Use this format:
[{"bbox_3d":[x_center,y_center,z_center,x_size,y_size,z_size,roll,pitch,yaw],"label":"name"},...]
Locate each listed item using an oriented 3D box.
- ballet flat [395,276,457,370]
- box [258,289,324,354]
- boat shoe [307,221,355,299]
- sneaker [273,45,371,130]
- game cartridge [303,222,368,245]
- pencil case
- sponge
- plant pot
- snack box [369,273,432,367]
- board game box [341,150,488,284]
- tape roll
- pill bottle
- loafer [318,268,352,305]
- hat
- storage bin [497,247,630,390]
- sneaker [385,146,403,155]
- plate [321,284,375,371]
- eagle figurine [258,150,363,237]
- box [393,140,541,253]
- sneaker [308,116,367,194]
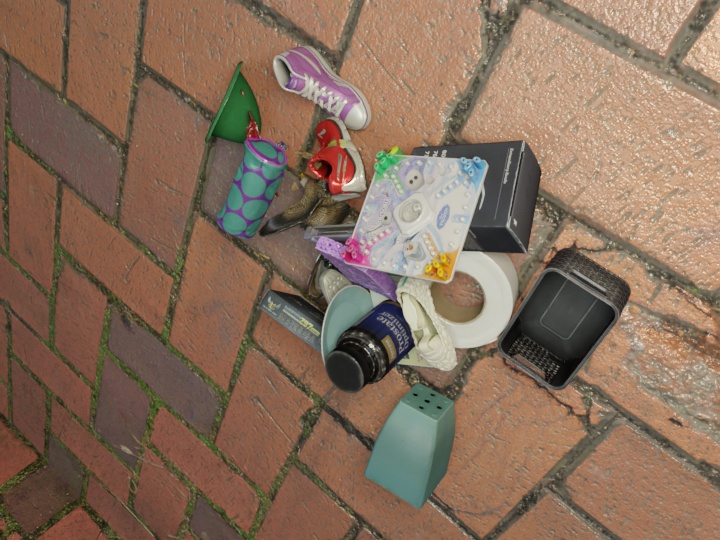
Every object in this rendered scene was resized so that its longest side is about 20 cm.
[{"bbox_3d":[0.109,0.102,1.088,0.071,0.072,0.201,-14,107,39],"label":"ballet flat"},{"bbox_3d":[-0.102,0.117,1.315,0.199,0.158,0.051,33,94,19],"label":"box"},{"bbox_3d":[-0.057,-0.016,1.278,0.074,0.060,0.200,43,130,10],"label":"boat shoe"},{"bbox_3d":[-0.077,-0.318,1.109,0.200,0.114,0.073,43,129,8],"label":"sneaker"},{"bbox_3d":[-0.004,-0.043,1.126,0.129,0.039,0.199,32,164,-31],"label":"game cartridge"},{"bbox_3d":[-0.207,-0.155,1.163,0.093,0.085,0.201,54,132,26],"label":"pencil case"},{"bbox_3d":[0.000,0.000,1.129,0.111,0.200,0.030,25,82,24],"label":"sponge"},{"bbox_3d":[0.118,0.353,1.294,0.140,0.141,0.202,24,117,23],"label":"plant pot"},{"bbox_3d":[0.088,0.097,1.246,0.115,0.037,0.202,1,112,35],"label":"snack box"},{"bbox_3d":[0.079,-0.092,0.959,0.199,0.026,0.202,11,76,35],"label":"board game box"},{"bbox_3d":[0.181,0.037,1.107,0.201,0.071,0.204,9,115,19],"label":"tape roll"},{"bbox_3d":[0.024,0.143,1.157,0.111,0.200,0.113,15,120,28],"label":"pill bottle"},{"bbox_3d":[-0.036,0.073,1.274,0.070,0.070,0.201,19,146,47],"label":"loafer"},{"bbox_3d":[-0.205,-0.289,1.243,0.175,0.166,0.201,24,102,-17],"label":"hat"},{"bbox_3d":[0.336,0.082,1.026,0.135,0.094,0.201,35,129,16],"label":"storage bin"},{"bbox_3d":[0.064,-0.132,1.140,0.083,0.074,0.202,8,117,5],"label":"sneaker"},{"bbox_3d":[-0.023,0.129,1.208,0.025,0.200,0.202,0,112,35],"label":"plate"},{"bbox_3d":[-0.093,-0.133,1.201,0.151,0.151,0.201,22,116,-13],"label":"eagle figurine"},{"bbox_3d":[0.174,-0.116,0.990,0.199,0.104,0.149,5,72,34],"label":"box"},{"bbox_3d":[-0.053,-0.202,1.071,0.201,0.084,0.077,-117,16,-46],"label":"sneaker"}]
